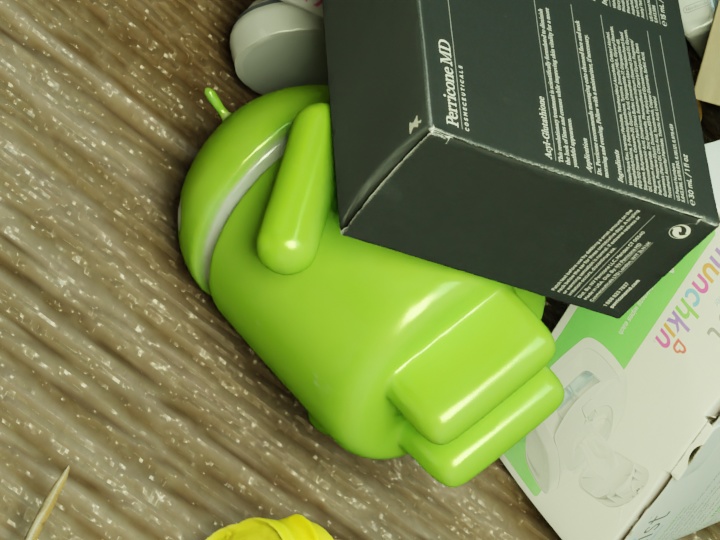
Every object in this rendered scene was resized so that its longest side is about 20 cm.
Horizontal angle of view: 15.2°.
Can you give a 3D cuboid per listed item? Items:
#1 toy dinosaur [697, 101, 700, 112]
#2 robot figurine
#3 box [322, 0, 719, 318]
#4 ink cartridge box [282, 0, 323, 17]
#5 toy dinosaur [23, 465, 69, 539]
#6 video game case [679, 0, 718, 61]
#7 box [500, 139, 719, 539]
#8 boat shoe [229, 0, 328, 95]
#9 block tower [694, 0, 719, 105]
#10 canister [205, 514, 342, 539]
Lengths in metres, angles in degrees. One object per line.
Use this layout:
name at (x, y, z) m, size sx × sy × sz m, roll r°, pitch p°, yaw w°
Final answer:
toy dinosaur at (0.126, -0.095, 1.354) m, size 0.060 × 0.106 × 0.201 m, roll 32°, pitch 63°, yaw -17°
robot figurine at (0.000, 0.000, 1.175) m, size 0.115 × 0.176 × 0.200 m, roll -38°, pitch 62°, yaw -10°
box at (0.061, -0.096, 1.137) m, size 0.140 × 0.079 × 0.201 m, roll 19°, pitch 48°, yaw -27°
ink cartridge box at (0.009, -0.182, 1.277) m, size 0.119 × 0.042 × 0.201 m, roll 24°, pitch 37°, yaw -7°
toy dinosaur at (-0.125, 0.193, 1.080) m, size 0.201 × 0.060 × 0.106 m, roll 68°, pitch 24°, yaw -3°
video game case at (0.160, -0.189, 1.387) m, size 0.200 × 0.023 × 0.183 m, roll 21°, pitch 50°, yaw -75°
box at (0.182, 0.030, 1.269) m, size 0.176 × 0.201 × 0.097 m, roll -16°, pitch 59°, yaw -40°
boat shoe at (0.015, -0.122, 1.295) m, size 0.199 × 0.072 × 0.066 m, roll -3°, pitch 67°, yaw -38°
block tower at (0.213, -0.104, 1.336) m, size 0.200 × 0.054 × 0.058 m, roll -18°, pitch 125°, yaw -71°
canister at (0.027, 0.193, 1.170) m, size 0.199 × 0.086 × 0.150 m, roll 13°, pitch 66°, yaw -36°
